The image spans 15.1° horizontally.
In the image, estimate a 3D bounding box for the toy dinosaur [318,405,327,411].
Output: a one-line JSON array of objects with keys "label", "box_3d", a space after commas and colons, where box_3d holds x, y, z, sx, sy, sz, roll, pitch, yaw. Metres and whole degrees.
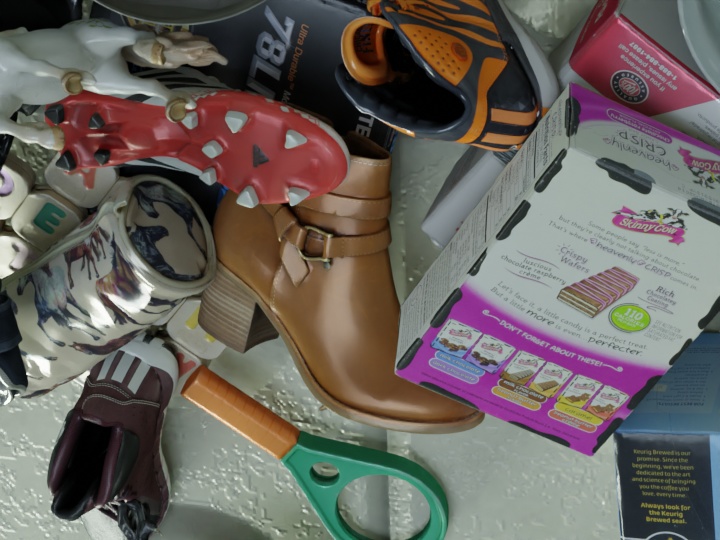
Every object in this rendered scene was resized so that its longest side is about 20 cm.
[{"label": "toy dinosaur", "box_3d": [0.065, 0.056, 1.703, 0.106, 0.061, 0.200, 35, 144, -4]}]

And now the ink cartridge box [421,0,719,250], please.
[{"label": "ink cartridge box", "box_3d": [0.153, -0.061, 1.583, 0.145, 0.084, 0.200, 37, 128, -7]}]

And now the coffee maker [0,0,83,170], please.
[{"label": "coffee maker", "box_3d": [-0.272, -0.165, 1.585, 0.199, 0.135, 0.193, 11, 88, -30]}]

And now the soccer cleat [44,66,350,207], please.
[{"label": "soccer cleat", "box_3d": [-0.091, -0.086, 1.595, 0.199, 0.085, 0.069, 7, 121, 24]}]

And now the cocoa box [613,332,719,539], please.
[{"label": "cocoa box", "box_3d": [0.261, 0.122, 1.630, 0.199, 0.133, 0.132, 1, 116, 16]}]

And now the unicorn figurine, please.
[{"label": "unicorn figurine", "box_3d": [-0.184, -0.118, 1.528, 0.137, 0.199, 0.074, 28, 105, 43]}]

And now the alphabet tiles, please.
[{"label": "alphabet tiles", "box_3d": [-0.175, 0.003, 1.734, 0.200, 0.015, 0.196, 35, 136, -9]}]

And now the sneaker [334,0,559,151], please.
[{"label": "sneaker", "box_3d": [0.024, -0.150, 1.525, 0.200, 0.112, 0.078, 54, 126, 30]}]

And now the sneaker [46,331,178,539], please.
[{"label": "sneaker", "box_3d": [-0.173, 0.138, 1.762, 0.075, 0.116, 0.201, 17, 134, 10]}]

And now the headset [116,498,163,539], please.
[{"label": "headset", "box_3d": [-0.089, 0.208, 1.775, 0.123, 0.200, 0.094, -24, 64, 26]}]

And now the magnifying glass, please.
[{"label": "magnifying glass", "box_3d": [-0.029, 0.125, 1.765, 0.200, 0.022, 0.080, 36, 122, -13]}]

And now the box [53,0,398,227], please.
[{"label": "box", "box_3d": [-0.075, -0.101, 1.668, 0.198, 0.050, 0.201, 21, 121, 6]}]

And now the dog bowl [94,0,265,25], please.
[{"label": "dog bowl", "box_3d": [-0.110, -0.236, 1.546, 0.199, 0.059, 0.201, 1, 87, -15]}]

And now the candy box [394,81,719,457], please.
[{"label": "candy box", "box_3d": [0.124, 0.003, 1.529, 0.136, 0.061, 0.200, 24, 131, -17]}]

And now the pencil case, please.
[{"label": "pencil case", "box_3d": [-0.169, 0.010, 1.669, 0.089, 0.078, 0.200, 27, 141, -28]}]

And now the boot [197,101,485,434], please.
[{"label": "boot", "box_3d": [0.000, 0.000, 1.620, 0.199, 0.074, 0.155, 24, 116, 12]}]

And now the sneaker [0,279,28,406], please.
[{"label": "sneaker", "box_3d": [-0.260, 0.013, 1.655, 0.077, 0.202, 0.147, -13, 100, -17]}]

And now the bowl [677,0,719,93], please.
[{"label": "bowl", "box_3d": [0.266, -0.180, 1.488, 0.200, 0.091, 0.202, -1, 121, -2]}]
